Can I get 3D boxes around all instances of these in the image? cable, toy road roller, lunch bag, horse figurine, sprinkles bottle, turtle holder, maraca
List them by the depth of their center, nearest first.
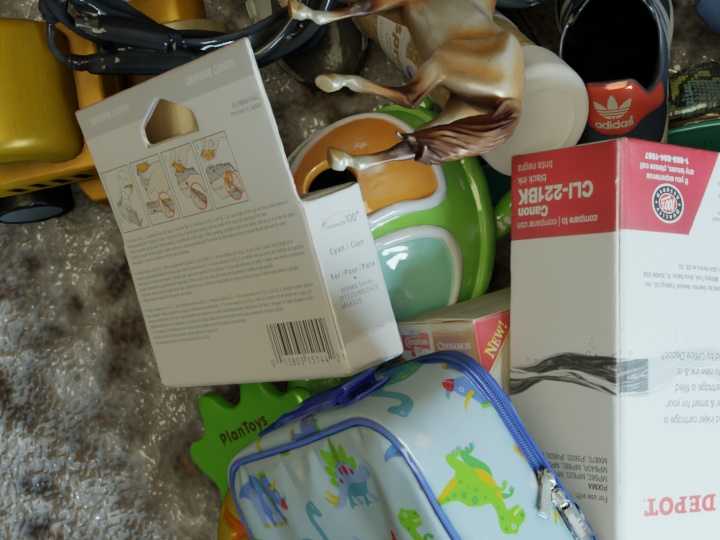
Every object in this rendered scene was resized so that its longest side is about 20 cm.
[{"bbox_3d":[0.022,0.128,0.708,0.082,0.200,0.162,-34,93,-33],"label":"lunch bag"},{"bbox_3d":[0.034,-0.115,0.723,0.131,0.050,0.201,-9,48,-10],"label":"horse figurine"},{"bbox_3d":[0.058,-0.130,0.831,0.068,0.068,0.200,-41,40,4],"label":"sprinkles bottle"},{"bbox_3d":[-0.095,-0.197,0.840,0.198,0.051,0.165,-3,110,-13],"label":"cable"},{"bbox_3d":[-0.003,-0.011,0.851,0.131,0.185,0.142,-20,77,-37],"label":"turtle holder"},{"bbox_3d":[-0.038,0.158,0.860,0.137,0.107,0.202,-30,86,37],"label":"maraca"},{"bbox_3d":[-0.182,-0.106,0.892,0.198,0.146,0.124,-11,84,8],"label":"toy road roller"}]

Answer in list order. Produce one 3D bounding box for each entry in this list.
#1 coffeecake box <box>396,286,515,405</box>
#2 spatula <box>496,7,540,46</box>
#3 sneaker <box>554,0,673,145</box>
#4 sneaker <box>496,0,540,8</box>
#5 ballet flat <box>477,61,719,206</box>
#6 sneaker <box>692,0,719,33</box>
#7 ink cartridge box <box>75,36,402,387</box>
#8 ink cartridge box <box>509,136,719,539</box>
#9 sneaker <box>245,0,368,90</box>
[{"bbox_3d":[0.114,0.109,0.802,0.152,0.073,0.202,-15,96,-37],"label":"coffeecake box"},{"bbox_3d":[0.069,-0.209,0.922,0.056,0.021,0.201,-32,82,11],"label":"spatula"},{"bbox_3d":[0.151,-0.152,0.836,0.074,0.085,0.202,-8,51,10],"label":"sneaker"},{"bbox_3d":[0.094,-0.223,0.864,0.090,0.067,0.201,8,45,25],"label":"sneaker"},{"bbox_3d":[0.143,-0.088,0.886,0.198,0.074,0.075,-10,84,6],"label":"ballet flat"},{"bbox_3d":[0.235,-0.136,0.830,0.145,0.081,0.202,19,67,-8],"label":"sneaker"},{"bbox_3d":[-0.073,-0.026,0.785,0.044,0.199,0.178,-20,97,-36],"label":"ink cartridge box"},{"bbox_3d":[0.155,0.041,0.738,0.083,0.143,0.203,-5,83,52],"label":"ink cartridge box"},{"bbox_3d":[-0.058,-0.216,0.896,0.074,0.115,0.202,-22,82,7],"label":"sneaker"}]
